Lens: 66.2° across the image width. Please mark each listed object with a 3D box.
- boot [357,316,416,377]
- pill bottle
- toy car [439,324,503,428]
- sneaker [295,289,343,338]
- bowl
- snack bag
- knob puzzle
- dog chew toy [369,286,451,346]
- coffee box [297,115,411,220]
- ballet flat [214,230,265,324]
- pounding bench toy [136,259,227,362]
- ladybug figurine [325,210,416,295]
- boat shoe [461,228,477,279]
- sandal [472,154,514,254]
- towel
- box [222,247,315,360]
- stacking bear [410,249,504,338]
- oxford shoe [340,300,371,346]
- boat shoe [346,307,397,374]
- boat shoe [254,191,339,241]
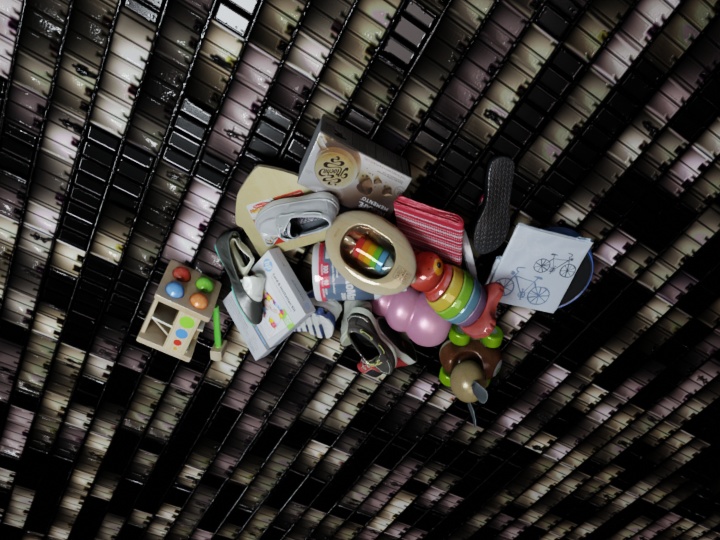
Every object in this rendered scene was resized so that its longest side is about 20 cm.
[{"bbox_3d":[0.034,0.191,1.306,0.141,0.074,0.200,-24,140,17],"label":"boot"},{"bbox_3d":[0.000,0.000,1.161,0.191,0.121,0.123,-3,125,3],"label":"pill bottle"},{"bbox_3d":[0.269,0.253,1.292,0.151,0.203,0.169,4,126,-4],"label":"toy car"},{"bbox_3d":[-0.117,0.079,1.243,0.193,0.115,0.083,13,129,27],"label":"sneaker"},{"bbox_3d":[0.418,0.002,1.223,0.192,0.040,0.207,0,124,-1],"label":"bowl"},{"bbox_3d":[0.372,-0.004,1.181,0.181,0.022,0.205,11,124,-9],"label":"snack bag"},{"bbox_3d":[-0.164,-0.131,1.117,0.210,0.031,0.225,0,131,0],"label":"knob puzzle"},{"bbox_3d":[0.108,0.085,1.228,0.194,0.126,0.128,23,124,4],"label":"dog chew toy"},{"bbox_3d":[-0.011,-0.189,1.059,0.195,0.081,0.115,24,122,-16],"label":"coffee box"},{"bbox_3d":[-0.241,0.009,1.143,0.067,0.067,0.205,-30,83,26],"label":"ballet flat"},{"bbox_3d":[-0.361,0.098,1.221,0.195,0.126,0.158,26,120,-18],"label":"pounding bench toy"},{"bbox_3d":[0.023,-0.032,1.063,0.197,0.072,0.138,35,95,7],"label":"ladybug figurine"},{"bbox_3d":[0.217,0.001,1.206,0.064,0.071,0.204,-12,131,6],"label":"boat shoe"},{"bbox_3d":[0.272,-0.134,1.132,0.072,0.045,0.208,3,110,-10],"label":"sandal"},{"bbox_3d":[0.138,-0.069,1.095,0.140,0.023,0.202,22,159,18],"label":"towel"},{"bbox_3d":[-0.201,0.076,1.193,0.199,0.041,0.159,-40,78,33],"label":"box"},{"bbox_3d":[0.177,0.036,1.118,0.197,0.124,0.113,34,152,-20],"label":"stacking bear"},{"bbox_3d":[-0.015,0.112,1.268,0.073,0.059,0.202,-22,152,-21],"label":"oxford shoe"},{"bbox_3d":[0.022,0.168,1.194,0.069,0.062,0.204,-5,134,30],"label":"boat shoe"},{"bbox_3d":[-0.129,-0.091,1.067,0.193,0.070,0.073,-6,137,24],"label":"boat shoe"}]
